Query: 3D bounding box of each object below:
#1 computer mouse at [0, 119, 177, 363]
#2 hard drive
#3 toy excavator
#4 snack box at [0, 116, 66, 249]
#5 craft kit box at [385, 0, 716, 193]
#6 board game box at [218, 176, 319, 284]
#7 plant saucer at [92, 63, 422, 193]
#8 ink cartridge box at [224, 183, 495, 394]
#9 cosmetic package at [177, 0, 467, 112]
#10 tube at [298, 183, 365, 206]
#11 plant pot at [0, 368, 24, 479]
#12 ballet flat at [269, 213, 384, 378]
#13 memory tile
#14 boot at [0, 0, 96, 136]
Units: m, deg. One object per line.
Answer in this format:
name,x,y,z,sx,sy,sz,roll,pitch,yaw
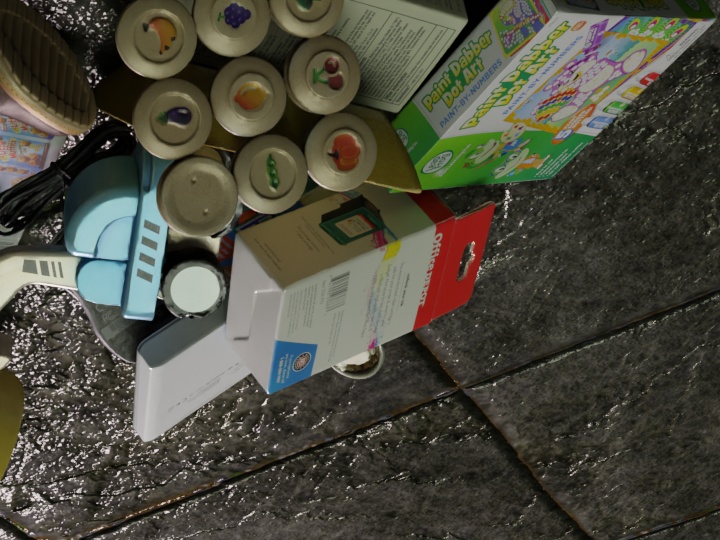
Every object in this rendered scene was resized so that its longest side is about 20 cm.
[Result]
computer mouse,-0.180,-0.028,1.162,0.140,0.046,0.200,-38,126,0
hard drive,-0.126,0.070,1.231,0.131,0.026,0.200,-34,166,-21
toy excavator,-0.198,-0.013,1.088,0.198,0.100,0.196,8,113,-13
snack box,-0.272,-0.077,1.129,0.071,0.024,0.200,10,140,-25
craft kit box,0.132,-0.136,1.096,0.196,0.049,0.200,-5,149,-43
board game box,-0.107,-0.011,1.253,0.199,0.045,0.152,-23,143,15
plant saucer,-0.074,-0.108,1.040,0.198,0.200,0.049,12,97,-23
ink cartridge box,0.000,0.000,1.140,0.199,0.067,0.117,-22,143,-30
cosmetic package,-0.040,-0.183,1.010,0.199,0.072,0.105,12,139,-30
tube,0.017,-0.041,1.217,0.052,0.058,0.200,16,167,24
plant pot,-0.413,0.135,1.253,0.188,0.202,0.200,33,127,-28
ballet flat,-0.024,0.028,1.238,0.067,0.064,0.200,-20,144,10
memory tile,-0.073,-0.132,0.920,0.152,0.017,0.202,-17,104,-19
boot,-0.297,-0.131,1.013,0.166,0.073,0.200,-25,135,33
